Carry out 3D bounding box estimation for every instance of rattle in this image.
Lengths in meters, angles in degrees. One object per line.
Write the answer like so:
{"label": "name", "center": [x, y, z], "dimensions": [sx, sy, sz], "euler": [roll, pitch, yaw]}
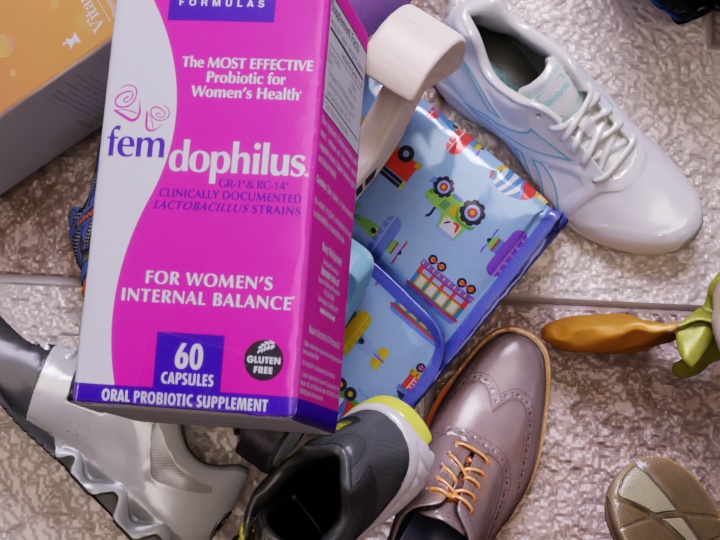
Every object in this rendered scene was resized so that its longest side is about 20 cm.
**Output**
{"label": "rattle", "center": [0.208, 0.107, 0.850], "dimensions": [0.142, 0.130, 0.201], "euler": [-22, 107, 6]}

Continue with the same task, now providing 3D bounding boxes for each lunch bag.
{"label": "lunch bag", "center": [0.000, 0.000, 0.868], "dimensions": [0.150, 0.094, 0.200], "euler": [39, 96, 8]}

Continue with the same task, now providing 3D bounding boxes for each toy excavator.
{"label": "toy excavator", "center": [-0.027, -0.023, 0.789], "dimensions": [0.100, 0.195, 0.200], "euler": [32, 60, 12]}

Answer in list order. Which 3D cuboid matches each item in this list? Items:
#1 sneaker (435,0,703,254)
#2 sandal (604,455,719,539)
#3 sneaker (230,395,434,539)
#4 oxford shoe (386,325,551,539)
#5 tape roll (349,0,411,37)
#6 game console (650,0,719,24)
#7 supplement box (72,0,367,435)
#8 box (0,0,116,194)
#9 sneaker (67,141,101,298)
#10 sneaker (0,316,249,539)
{"label": "sneaker", "center": [0.120, -0.083, 0.877], "dimensions": [0.200, 0.080, 0.071], "euler": [40, 80, 5]}
{"label": "sandal", "center": [0.190, 0.199, 0.838], "dimensions": [0.080, 0.054, 0.201], "euler": [-26, 88, -24]}
{"label": "sneaker", "center": [-0.044, 0.148, 0.803], "dimensions": [0.074, 0.084, 0.201], "euler": [41, 111, 23]}
{"label": "oxford shoe", "center": [0.060, 0.124, 0.842], "dimensions": [0.071, 0.073, 0.201], "euler": [22, 80, 4]}
{"label": "tape roll", "center": [-0.058, -0.203, 0.796], "dimensions": [0.066, 0.200, 0.200], "euler": [-39, 82, -7]}
{"label": "game console", "center": [0.203, -0.265, 0.893], "dimensions": [0.118, 0.170, 0.201], "euler": [-22, 80, 23]}
{"label": "supplement box", "center": [-0.059, -0.031, 0.685], "dimensions": [0.100, 0.103, 0.202], "euler": [2, 80, 10]}
{"label": "box", "center": [-0.202, -0.137, 0.852], "dimensions": [0.199, 0.097, 0.125], "euler": [-33, 79, 7]}
{"label": "sneaker", "center": [-0.111, -0.064, 0.843], "dimensions": [0.200, 0.075, 0.079], "euler": [-50, 59, 22]}
{"label": "sneaker", "center": [-0.148, 0.074, 0.854], "dimensions": [0.200, 0.074, 0.089], "euler": [45, 83, -3]}
